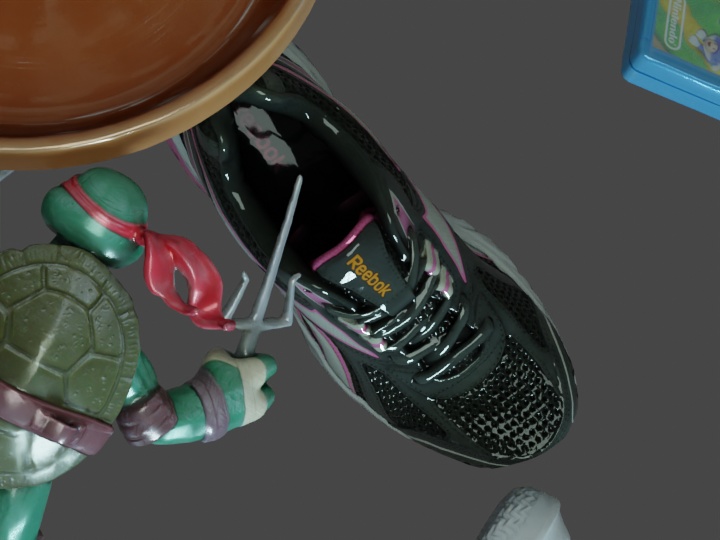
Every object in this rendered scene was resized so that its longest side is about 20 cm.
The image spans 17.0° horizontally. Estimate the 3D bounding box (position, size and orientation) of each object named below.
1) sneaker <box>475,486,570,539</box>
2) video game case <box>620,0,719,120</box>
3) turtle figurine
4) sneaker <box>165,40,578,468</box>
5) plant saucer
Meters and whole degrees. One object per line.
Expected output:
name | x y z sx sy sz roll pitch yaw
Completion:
sneaker | 0.079 0.182 0.890 0.114 0.075 0.201 13 104 7
video game case | 0.191 -0.088 0.845 0.199 0.018 0.144 21 53 -11
turtle figurine | -0.112 0.031 0.778 0.149 0.101 0.201 32 96 3
sneaker | 0.000 0.000 0.849 0.200 0.086 0.080 43 95 -14
plant saucer | -0.106 -0.123 0.794 0.199 0.032 0.201 0 66 1
